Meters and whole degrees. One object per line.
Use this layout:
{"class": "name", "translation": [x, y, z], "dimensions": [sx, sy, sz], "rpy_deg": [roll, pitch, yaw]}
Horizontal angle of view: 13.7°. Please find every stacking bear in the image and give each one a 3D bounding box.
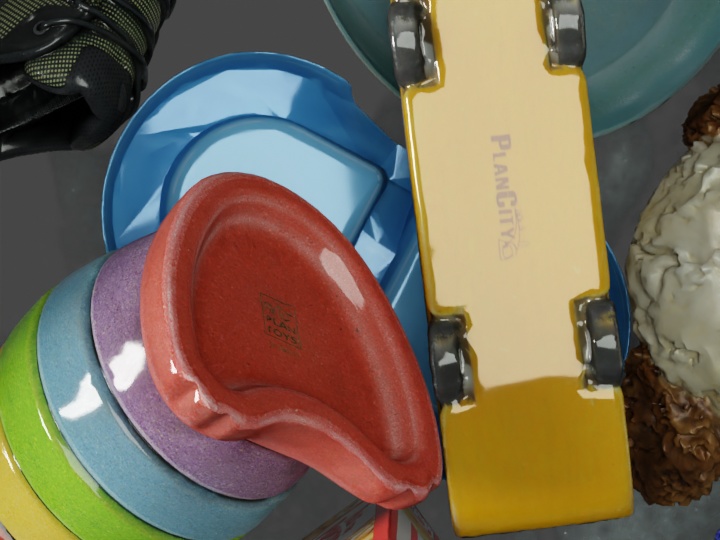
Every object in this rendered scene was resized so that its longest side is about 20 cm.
{"class": "stacking bear", "translation": [-0.088, 0.063, 1.018], "dimensions": [0.121, 0.200, 0.114], "rpy_deg": [25, 41, -38]}

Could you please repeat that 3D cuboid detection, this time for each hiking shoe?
{"class": "hiking shoe", "translation": [-0.091, -0.088, 1.049], "dimensions": [0.200, 0.076, 0.101], "rpy_deg": [-37, 49, 0]}

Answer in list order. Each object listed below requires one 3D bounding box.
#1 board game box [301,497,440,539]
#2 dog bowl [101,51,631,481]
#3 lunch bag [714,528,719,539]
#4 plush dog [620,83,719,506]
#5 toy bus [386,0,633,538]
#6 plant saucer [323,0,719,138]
{"class": "board game box", "translation": [0.036, 0.154, 1.009], "dimensions": [0.046, 0.200, 0.152], "rpy_deg": [-36, 93, 3]}
{"class": "dog bowl", "translation": [0.000, 0.000, 1.089], "dimensions": [0.200, 0.050, 0.112], "rpy_deg": [28, 85, -6]}
{"class": "lunch bag", "translation": [0.175, 0.189, 0.985], "dimensions": [0.151, 0.094, 0.200], "rpy_deg": [39, 48, -17]}
{"class": "plush dog", "translation": [0.175, 0.015, 1.055], "dimensions": [0.172, 0.160, 0.200], "rpy_deg": [16, 87, -6]}
{"class": "toy bus", "translation": [0.051, -0.012, 1.025], "dimensions": [0.065, 0.078, 0.200], "rpy_deg": [-7, 91, 2]}
{"class": "plant saucer", "translation": [0.062, -0.146, 1.086], "dimensions": [0.200, 0.027, 0.200], "rpy_deg": [-4, 98, -26]}
